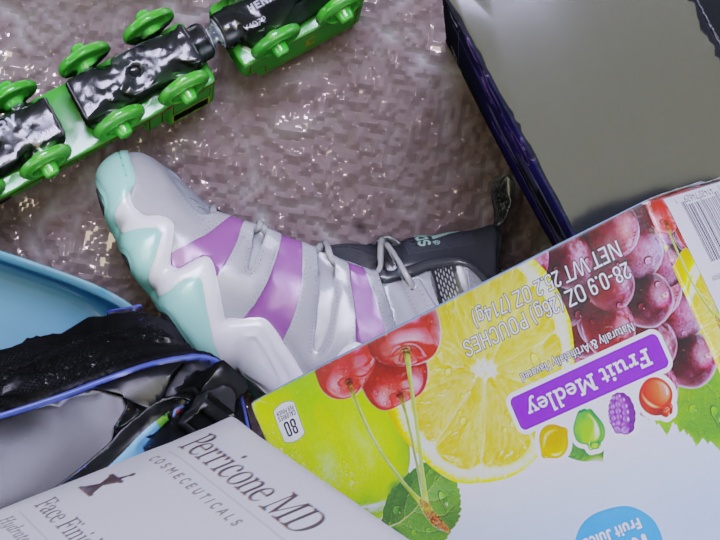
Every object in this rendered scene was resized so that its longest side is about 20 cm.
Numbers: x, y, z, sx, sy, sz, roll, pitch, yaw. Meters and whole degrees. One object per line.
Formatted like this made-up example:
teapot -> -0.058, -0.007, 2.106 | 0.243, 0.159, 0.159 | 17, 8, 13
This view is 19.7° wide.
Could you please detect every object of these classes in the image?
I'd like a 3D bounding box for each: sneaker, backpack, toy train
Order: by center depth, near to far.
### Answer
backpack -> -0.133, 0.121, 0.745 | 0.199, 0.134, 0.184 | -18, 110, -19
toy train -> -0.085, -0.074, 0.818 | 0.199, 0.056, 0.042 | -29, 82, -11
sneaker -> 0.000, 0.000, 0.828 | 0.140, 0.078, 0.200 | -41, 99, 0

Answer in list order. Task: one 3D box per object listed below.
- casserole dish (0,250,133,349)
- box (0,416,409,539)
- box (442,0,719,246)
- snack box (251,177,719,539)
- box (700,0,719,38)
casserole dish -> -0.173, 0.041, 0.822 | 0.199, 0.039, 0.122 | 18, 98, -16
box -> -0.035, 0.177, 0.615 | 0.130, 0.199, 0.202 | -20, 109, -21
box -> 0.093, -0.049, 0.758 | 0.078, 0.200, 0.142 | -26, 90, 3
snack box -> 0.078, 0.097, 0.639 | 0.168, 0.067, 0.201 | -29, 83, 37
box -> 0.174, -0.146, 0.768 | 0.043, 0.200, 0.161 | -28, 91, 44
